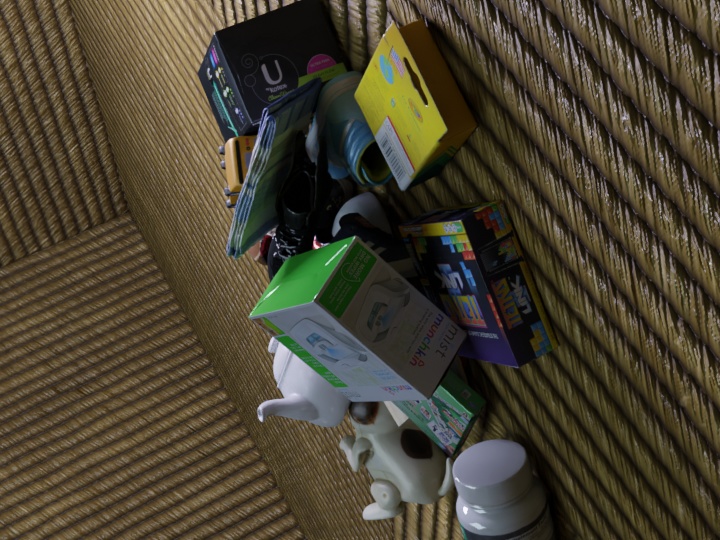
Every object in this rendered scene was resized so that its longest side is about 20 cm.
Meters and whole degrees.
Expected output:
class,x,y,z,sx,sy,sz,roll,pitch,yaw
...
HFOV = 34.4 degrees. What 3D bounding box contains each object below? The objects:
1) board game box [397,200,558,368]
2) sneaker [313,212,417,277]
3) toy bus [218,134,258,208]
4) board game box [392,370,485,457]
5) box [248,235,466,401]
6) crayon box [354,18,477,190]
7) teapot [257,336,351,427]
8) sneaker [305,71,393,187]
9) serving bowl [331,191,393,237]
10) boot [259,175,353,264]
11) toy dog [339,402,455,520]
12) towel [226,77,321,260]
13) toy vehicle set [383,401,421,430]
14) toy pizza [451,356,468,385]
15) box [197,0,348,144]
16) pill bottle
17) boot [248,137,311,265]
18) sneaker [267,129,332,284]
class,x,y,z,sx,sy,sz,roll,pitch,yaw
board game box,0.124,0.014,1.278,0.168,0.056,0.200,69,164,-6
sneaker,0.016,-0.032,1.438,0.197,0.075,0.086,-6,84,34
toy bus,-0.147,-0.131,1.558,0.200,0.077,0.066,137,126,-82
board game box,0.066,0.140,1.502,0.200,0.029,0.135,42,151,15
box,-0.006,0.061,1.331,0.176,0.097,0.199,41,158,-17
crayon box,0.058,-0.175,1.225,0.128,0.050,0.200,64,165,6
teapot,-0.071,0.132,1.792,0.200,0.144,0.200,-86,17,-81
sneaker,-0.007,-0.139,1.448,0.132,0.079,0.201,61,165,21
serving bowl,0.000,0.000,1.574,0.200,0.065,0.204,168,90,-78
boot,-0.073,-0.045,1.652,0.073,0.151,0.201,33,152,16
toy dog,0.046,0.258,1.756,0.193,0.138,0.203,-15,99,61
towel,-0.101,-0.122,1.392,0.024,0.147,0.202,26,121,11
toy vehicle set,0.045,0.138,1.652,0.124,0.026,0.201,22,-149,-56
toy pizza,0.100,0.111,1.548,0.202,0.031,0.201,58,164,27
box,-0.116,-0.250,1.511,0.126,0.147,0.200,67,164,0
pill bottle,0.181,0.317,1.428,0.113,0.112,0.203,34,145,62
boot,-0.130,-0.140,1.705,0.189,0.068,0.202,60,136,37
sneaker,-0.079,-0.066,1.414,0.104,0.059,0.203,-3,-70,-80
